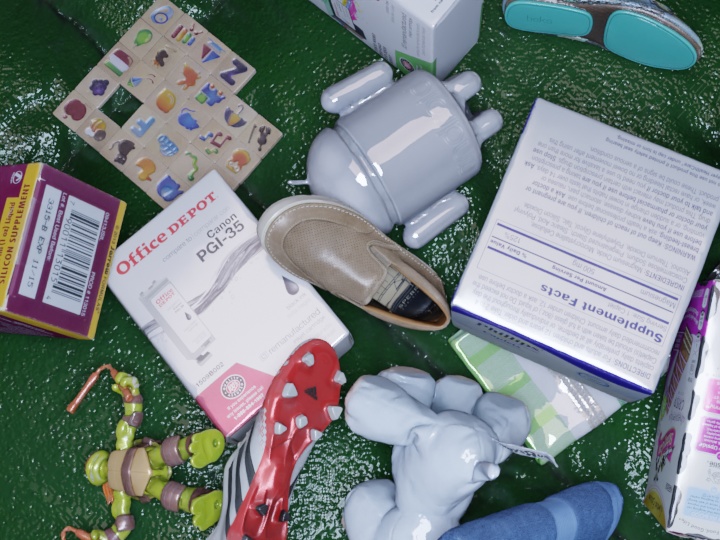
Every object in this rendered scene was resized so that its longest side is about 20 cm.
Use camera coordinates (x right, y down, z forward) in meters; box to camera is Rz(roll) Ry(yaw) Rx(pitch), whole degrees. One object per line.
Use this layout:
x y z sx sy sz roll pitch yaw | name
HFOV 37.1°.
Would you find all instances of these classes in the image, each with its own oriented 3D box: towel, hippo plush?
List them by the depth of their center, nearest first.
0.128 0.229 0.856 0.199 0.112 0.049 -5 44 -40 | towel
0.070 0.188 0.913 0.199 0.158 0.163 26 108 42 | hippo plush
0.199 0.060 0.982 0.199 0.031 0.150 -37 76 -6 | towel

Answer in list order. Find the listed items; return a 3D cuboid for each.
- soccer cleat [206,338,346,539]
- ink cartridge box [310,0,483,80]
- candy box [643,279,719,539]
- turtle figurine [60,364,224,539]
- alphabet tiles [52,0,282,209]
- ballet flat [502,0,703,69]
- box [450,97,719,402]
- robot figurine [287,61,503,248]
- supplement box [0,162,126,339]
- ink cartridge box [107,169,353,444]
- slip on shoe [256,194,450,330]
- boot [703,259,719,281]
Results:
-0.074 0.150 0.897 0.068 0.085 0.202 29 70 -32 | soccer cleat
0.017 -0.282 1.020 0.200 0.145 0.084 39 81 12 | ink cartridge box
0.289 0.113 0.890 0.060 0.136 0.202 10 88 7 | candy box
-0.191 0.187 0.945 0.160 0.064 0.202 -1 76 33 | turtle figurine
-0.182 -0.159 1.074 0.200 0.008 0.167 39 81 11 | alphabet tiles
0.239 -0.254 1.043 0.198 0.074 0.075 18 77 4 | ballet flat
0.197 -0.014 0.933 0.182 0.105 0.202 23 80 8 | box
0.032 -0.107 0.991 0.199 0.113 0.170 -34 96 -5 | robot figurine
-0.322 -0.017 0.955 0.198 0.103 0.132 0 73 36 | supplement box
-0.123 0.033 0.979 0.146 0.083 0.200 -40 79 -6 | ink cartridge box
0.000 0.000 0.936 0.076 0.199 0.061 -50 35 12 | slip on shoe
0.421 -0.003 0.969 0.199 0.068 0.131 -30 70 -6 | boot
